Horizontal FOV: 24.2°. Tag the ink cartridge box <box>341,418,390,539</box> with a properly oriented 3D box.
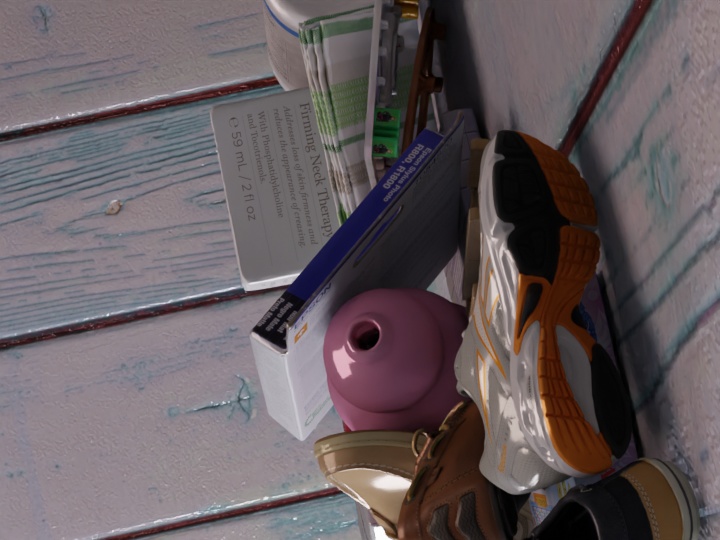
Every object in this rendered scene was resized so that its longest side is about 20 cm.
[{"bbox_3d":[0.069,0.182,1.310,0.201,0.143,0.146,83,173,-48],"label":"ink cartridge box"}]

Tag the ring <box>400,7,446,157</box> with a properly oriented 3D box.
[{"bbox_3d":[0.049,-0.106,1.326,0.200,0.019,0.203,8,-90,-85],"label":"ring"}]

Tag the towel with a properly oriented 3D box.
[{"bbox_3d":[0.022,-0.124,1.421,0.030,0.148,0.203,-5,102,42],"label":"towel"}]

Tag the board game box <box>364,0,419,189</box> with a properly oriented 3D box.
[{"bbox_3d":[0.027,-0.164,1.307,0.200,0.025,0.203,72,-158,-80],"label":"board game box"}]

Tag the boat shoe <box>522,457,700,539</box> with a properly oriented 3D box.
[{"bbox_3d":[0.106,0.164,0.872,0.075,0.062,0.201,65,149,28],"label":"boat shoe"}]

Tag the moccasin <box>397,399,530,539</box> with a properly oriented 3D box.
[{"bbox_3d":[0.060,0.122,0.985,0.202,0.077,0.075,-58,-47,-71],"label":"moccasin"}]

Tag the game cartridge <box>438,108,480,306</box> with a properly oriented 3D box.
[{"bbox_3d":[0.086,-0.027,1.307,0.200,0.038,0.131,91,164,-71],"label":"game cartridge"}]

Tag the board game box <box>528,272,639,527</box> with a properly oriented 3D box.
[{"bbox_3d":[0.129,0.117,1.007,0.200,0.041,0.202,100,159,-80],"label":"board game box"}]

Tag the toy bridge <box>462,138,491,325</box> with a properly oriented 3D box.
[{"bbox_3d":[0.080,-0.007,1.078,0.201,0.027,0.068,-85,-1,-56],"label":"toy bridge"}]

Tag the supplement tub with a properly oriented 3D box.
[{"bbox_3d":[-0.029,-0.249,1.607,0.200,0.130,0.134,88,169,-74],"label":"supplement tub"}]

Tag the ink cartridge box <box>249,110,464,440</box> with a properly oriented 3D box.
[{"bbox_3d":[0.000,0.000,1.162,0.040,0.200,0.201,34,158,16],"label":"ink cartridge box"}]

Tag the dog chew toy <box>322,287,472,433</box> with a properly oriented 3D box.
[{"bbox_3d":[0.034,0.068,1.117,0.200,0.123,0.126,44,-150,-66],"label":"dog chew toy"}]

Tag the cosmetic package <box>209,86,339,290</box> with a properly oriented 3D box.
[{"bbox_3d":[-0.029,-0.082,1.577,0.166,0.197,0.170,132,126,-86],"label":"cosmetic package"}]

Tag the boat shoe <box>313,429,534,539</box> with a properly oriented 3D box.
[{"bbox_3d":[0.048,0.155,1.088,0.199,0.071,0.065,27,-122,-38],"label":"boat shoe"}]

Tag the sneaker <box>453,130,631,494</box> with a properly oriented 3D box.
[{"bbox_3d":[0.079,0.023,0.893,0.092,0.075,0.202,-36,49,47],"label":"sneaker"}]
